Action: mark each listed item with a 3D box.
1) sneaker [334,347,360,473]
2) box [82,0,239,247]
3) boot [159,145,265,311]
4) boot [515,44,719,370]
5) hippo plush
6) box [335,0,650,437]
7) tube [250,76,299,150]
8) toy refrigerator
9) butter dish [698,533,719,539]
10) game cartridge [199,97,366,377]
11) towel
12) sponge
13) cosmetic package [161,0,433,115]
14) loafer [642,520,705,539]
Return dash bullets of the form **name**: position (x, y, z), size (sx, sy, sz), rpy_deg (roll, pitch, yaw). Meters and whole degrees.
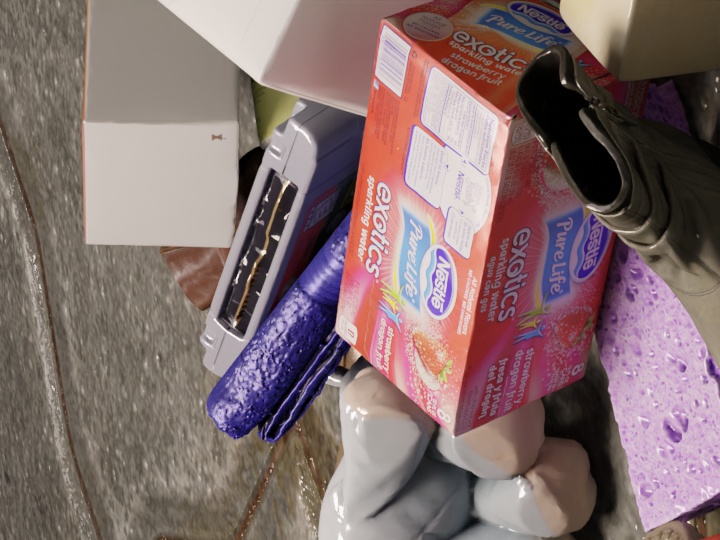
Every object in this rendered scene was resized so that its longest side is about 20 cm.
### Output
- **sneaker**: position (0.026, 0.077, 1.722), size (0.076, 0.070, 0.200), rpy_deg (27, 130, 43)
- **box**: position (-0.126, -0.130, 1.851), size (0.124, 0.097, 0.200), rpy_deg (96, 174, -52)
- **boot**: position (-0.084, 0.015, 1.941), size (0.200, 0.064, 0.186), rpy_deg (162, 112, -64)
- **boot**: position (0.141, -0.009, 1.281), size (0.068, 0.131, 0.200), rpy_deg (-46, 48, 16)
- **hippo plush**: position (0.048, 0.102, 1.610), size (0.161, 0.159, 0.200), rpy_deg (-79, 11, -56)
- **box**: position (0.063, -0.032, 1.427), size (0.100, 0.095, 0.200), rpy_deg (41, 138, 35)
- **tube**: position (-0.055, -0.175, 1.825), size (0.058, 0.052, 0.200), rpy_deg (-19, 75, 40)
- **toy refrigerator**: position (0.147, -0.190, 1.291), size (0.070, 0.076, 0.200), rpy_deg (-124, 32, -47)
- **butter dish**: position (0.132, 0.216, 1.283), size (0.148, 0.199, 0.200), rpy_deg (48, -157, -68)
- **game cartridge**: position (-0.023, -0.037, 1.686), size (0.041, 0.133, 0.200), rpy_deg (34, 133, 14)
- **towel**: position (0.000, 0.000, 1.591), size (0.200, 0.050, 0.148), rpy_deg (-52, 0, 24)
- **sponge**: position (0.148, 0.019, 1.428), size (0.112, 0.030, 0.200), rpy_deg (137, 121, -64)
- **cosmetic package**: position (-0.019, -0.211, 1.475), size (0.200, 0.123, 0.199), rpy_deg (40, 109, 43)
- **loafer**: position (0.170, 0.221, 1.401), size (0.076, 0.068, 0.200), rpy_deg (-29, 60, 49)
